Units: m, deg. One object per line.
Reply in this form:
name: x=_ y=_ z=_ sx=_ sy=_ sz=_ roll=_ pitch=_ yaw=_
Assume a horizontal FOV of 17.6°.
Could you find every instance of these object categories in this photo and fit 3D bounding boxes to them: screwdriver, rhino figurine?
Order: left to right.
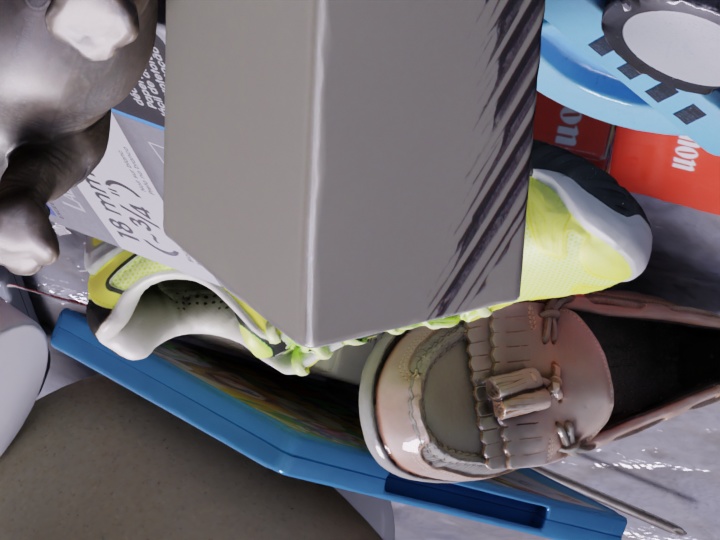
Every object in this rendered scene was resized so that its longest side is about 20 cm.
rhino figurine: x=-0.091 y=-0.042 z=0.592 sx=0.059 sy=0.088 sz=0.200 roll=21 pitch=141 yaw=-9
screwdriver: x=0.072 y=0.085 z=1.098 sx=0.199 sy=0.029 sz=0.028 roll=19 pitch=154 yaw=-20

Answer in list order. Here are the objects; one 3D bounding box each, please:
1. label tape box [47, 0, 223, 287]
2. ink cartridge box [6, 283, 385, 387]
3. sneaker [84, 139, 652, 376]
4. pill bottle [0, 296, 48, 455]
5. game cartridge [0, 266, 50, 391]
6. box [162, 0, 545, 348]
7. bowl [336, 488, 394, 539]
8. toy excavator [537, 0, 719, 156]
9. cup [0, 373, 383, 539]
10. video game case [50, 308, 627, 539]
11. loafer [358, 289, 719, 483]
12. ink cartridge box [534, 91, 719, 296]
label tape box: x=-0.086 y=-0.071 z=0.714 sx=0.199 sy=0.063 sz=0.144 roll=21 pitch=154 yaw=32
ink cartridge box: x=-0.023 y=0.019 z=0.959 sx=0.199 sy=0.050 sz=0.161 roll=16 pitch=178 yaw=44
sneaker: x=0.000 y=0.000 z=0.772 sx=0.199 sy=0.077 sz=0.075 roll=0 pitch=150 yaw=25
pill bottle: x=-0.222 y=0.005 z=0.897 sx=0.199 sy=0.111 sz=0.111 roll=31 pitch=160 yaw=17
game cartridge: x=-0.247 y=0.010 z=1.086 sx=0.199 sy=0.042 sz=0.133 roll=11 pitch=159 yaw=7
box: x=-0.001 y=-0.090 z=0.560 sx=0.068 sy=0.201 sz=0.082 roll=-12 pitch=-150 yaw=-29
bowl: x=-0.067 y=0.103 z=1.121 sx=0.200 sy=0.091 sz=0.201 roll=11 pitch=154 yaw=5
toy excavator: x=0.050 y=-0.097 z=0.660 sx=0.194 sy=0.100 sz=0.199 roll=33 pitch=157 yaw=-33
cup: x=-0.088 y=0.125 z=0.939 sx=0.199 sy=0.144 sz=0.201 roll=-25 pitch=159 yaw=-10
video game case: x=-0.006 y=0.064 z=0.908 sx=0.143 sy=0.018 sz=0.199 roll=24 pitch=-177 yaw=44
loafer: x=0.079 y=0.036 z=0.864 sx=0.063 sy=0.072 sz=0.199 roll=-4 pitch=-178 yaw=37
ink cartridge box: x=0.053 y=-0.039 z=0.812 sx=0.199 sy=0.051 sz=0.109 roll=11 pitch=155 yaw=7
